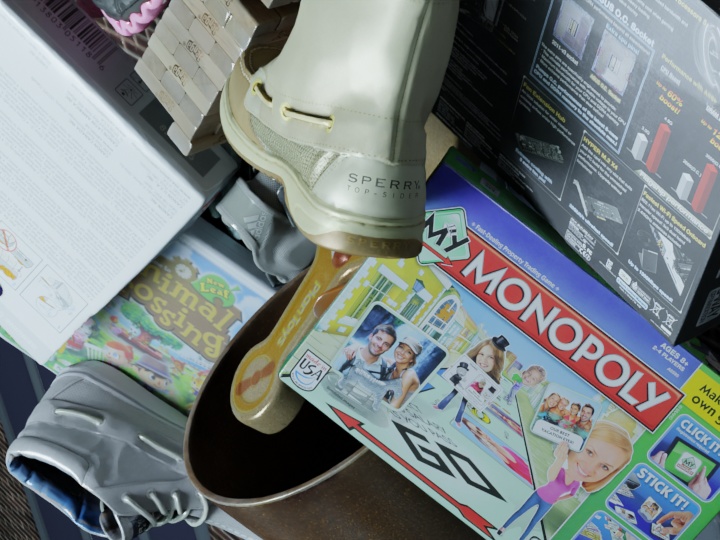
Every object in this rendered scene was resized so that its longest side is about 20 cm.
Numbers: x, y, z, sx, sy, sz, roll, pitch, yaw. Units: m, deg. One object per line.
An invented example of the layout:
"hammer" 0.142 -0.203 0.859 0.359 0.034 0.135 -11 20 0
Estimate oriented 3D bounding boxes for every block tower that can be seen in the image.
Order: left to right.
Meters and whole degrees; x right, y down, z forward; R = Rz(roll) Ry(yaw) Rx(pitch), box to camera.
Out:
"block tower" -0.048 -0.146 1.000 0.058 0.054 0.200 51 134 18

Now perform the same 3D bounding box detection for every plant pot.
"plant pot" 0.037 0.112 1.092 0.200 0.187 0.186 49 163 -28

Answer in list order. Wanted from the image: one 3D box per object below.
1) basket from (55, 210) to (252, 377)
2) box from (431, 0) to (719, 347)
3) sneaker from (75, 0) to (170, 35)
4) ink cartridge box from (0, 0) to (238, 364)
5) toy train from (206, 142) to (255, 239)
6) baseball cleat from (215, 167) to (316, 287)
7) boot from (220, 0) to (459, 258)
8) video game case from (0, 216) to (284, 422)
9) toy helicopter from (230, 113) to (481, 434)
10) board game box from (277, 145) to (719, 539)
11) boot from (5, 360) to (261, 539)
"basket" -0.124 0.005 1.326 0.201 0.135 0.181 112 154 -52
"box" 0.103 -0.091 0.860 0.200 0.050 0.158 46 143 29
"sneaker" -0.139 -0.185 1.079 0.095 0.079 0.200 47 167 -22
"ink cartridge box" -0.183 -0.055 1.160 0.162 0.050 0.200 44 135 -5
"toy train" -0.069 -0.107 1.169 0.114 0.085 0.201 52 155 40
"baseball cleat" -0.026 -0.066 1.091 0.070 0.106 0.201 46 150 40
"boot" -0.007 -0.111 0.893 0.200 0.072 0.157 -122 40 -63
"video game case" -0.114 0.039 1.232 0.199 0.022 0.182 34 135 1
"toy helicopter" 0.000 0.000 1.002 0.079 0.201 0.132 24 -166 -36
"board game box" 0.079 0.057 0.929 0.200 0.029 0.135 37 111 -2
"boot" -0.120 0.140 1.237 0.199 0.096 0.074 28 135 6
